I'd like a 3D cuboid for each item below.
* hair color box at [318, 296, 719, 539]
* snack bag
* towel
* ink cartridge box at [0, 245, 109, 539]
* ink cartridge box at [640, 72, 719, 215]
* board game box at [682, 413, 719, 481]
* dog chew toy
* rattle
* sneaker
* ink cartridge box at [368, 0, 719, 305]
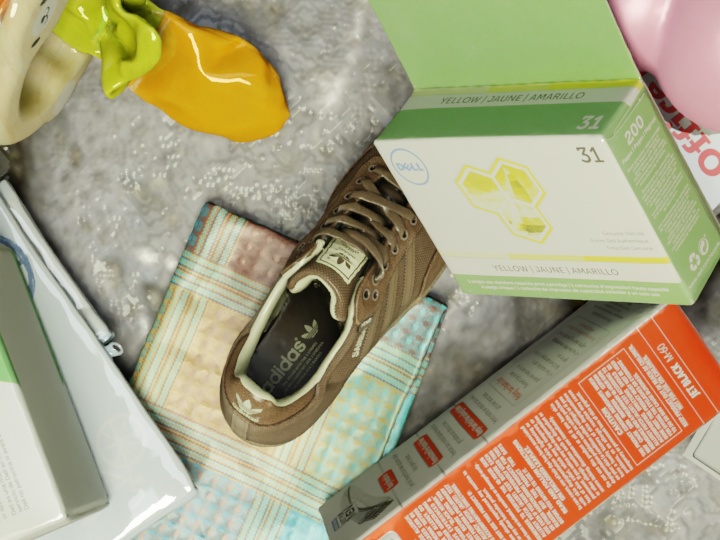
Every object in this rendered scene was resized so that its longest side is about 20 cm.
[{"bbox_3d":[0.077,0.091,0.903,0.199,0.111,0.064,-36,97,-1],"label":"hair color box"},{"bbox_3d":[-0.202,0.087,0.961,0.188,0.021,0.201,-37,85,6],"label":"snack bag"},{"bbox_3d":[-0.055,0.084,0.964,0.145,0.022,0.202,22,92,1],"label":"towel"},{"bbox_3d":[-0.246,0.090,0.913,0.198,0.087,0.147,-24,86,6],"label":"ink cartridge box"},{"bbox_3d":[0.198,-0.140,0.914,0.200,0.084,0.146,-40,90,3],"label":"ink cartridge box"},{"bbox_3d":[0.255,0.036,0.900,0.034,0.126,0.201,29,93,-34],"label":"board game box"},{"bbox_3d":[0.184,-0.110,0.818,0.198,0.125,0.126,17,92,8],"label":"dog chew toy"},{"bbox_3d":[-0.127,-0.093,0.873,0.130,0.200,0.143,-43,89,3],"label":"rattle"},{"bbox_3d":[0.000,0.000,0.915,0.070,0.076,0.201,31,78,4],"label":"sneaker"},{"bbox_3d":[0.066,-0.073,0.843,0.048,0.145,0.201,-53,126,-29],"label":"ink cartridge box"}]
